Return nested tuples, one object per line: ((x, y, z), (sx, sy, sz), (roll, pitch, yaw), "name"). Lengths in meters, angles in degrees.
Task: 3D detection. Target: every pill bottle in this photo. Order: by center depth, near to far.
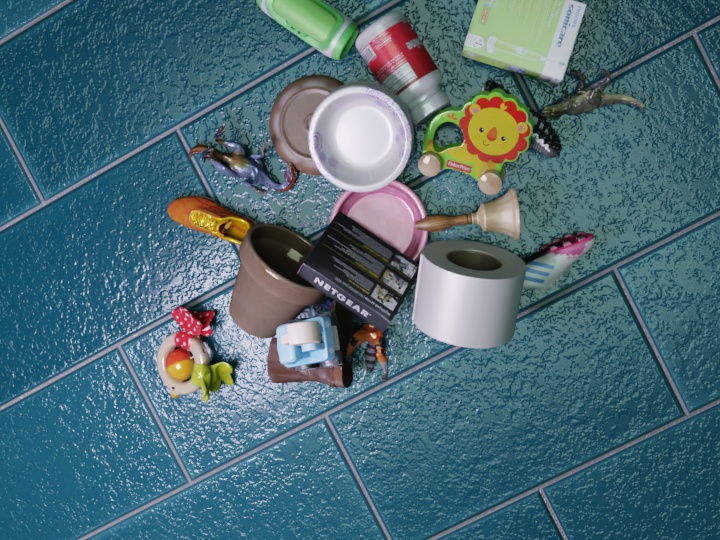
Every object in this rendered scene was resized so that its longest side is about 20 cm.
((0.086, -0.387, 1.639), (0.112, 0.112, 0.201), (-33, 92, 8), "pill bottle")

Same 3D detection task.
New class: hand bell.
((0.205, -0.100, 1.652), (0.197, 0.104, 0.105), (-6, 95, 4), "hand bell")

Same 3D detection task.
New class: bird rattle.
((-0.359, 0.179, 1.746), (0.162, 0.113, 0.202), (-28, 89, 24), "bird rattle")

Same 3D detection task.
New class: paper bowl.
((0.004, -0.259, 1.621), (0.198, 0.105, 0.203), (2, 111, 5), "paper bowl")

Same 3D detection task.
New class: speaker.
((-0.104, -0.499, 1.662), (0.199, 0.088, 0.089), (35, 98, 2), "speaker")

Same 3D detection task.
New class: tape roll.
((0.205, 0.041, 1.607), (0.200, 0.203, 0.141), (8, 112, 5), "tape roll")

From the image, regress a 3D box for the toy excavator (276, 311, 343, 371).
((-0.106, 0.129, 1.534), (0.193, 0.199, 0.101), (-15, 80, 37), "toy excavator")

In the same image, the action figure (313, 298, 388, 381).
((-0.002, 0.109, 1.721), (0.198, 0.104, 0.196), (12, 90, 32), "action figure")

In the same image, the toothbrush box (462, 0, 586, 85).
((0.310, -0.458, 1.623), (0.198, 0.086, 0.147), (17, 96, 5), "toothbrush box")

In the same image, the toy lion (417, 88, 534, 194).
((0.223, -0.256, 1.617), (0.198, 0.069, 0.193), (17, 122, 10), "toy lion")

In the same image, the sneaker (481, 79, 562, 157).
((0.299, -0.279, 1.648), (0.199, 0.067, 0.091), (38, 138, -5), "sneaker")

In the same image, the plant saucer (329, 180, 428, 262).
((0.037, -0.085, 1.699), (0.198, 0.051, 0.203), (0, 94, 2), "plant saucer")

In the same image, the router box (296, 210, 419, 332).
((0.000, 0.000, 1.616), (0.199, 0.051, 0.150), (34, 56, 0), "router box")

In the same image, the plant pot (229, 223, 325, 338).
((-0.176, 0.034, 1.680), (0.199, 0.200, 0.175), (36, 116, 1), "plant pot")

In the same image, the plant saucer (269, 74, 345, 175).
((-0.090, -0.293, 1.704), (0.198, 0.037, 0.203), (1, 96, 6), "plant saucer")

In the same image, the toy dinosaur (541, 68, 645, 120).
((0.447, -0.344, 1.640), (0.197, 0.048, 0.089), (-6, 111, 7), "toy dinosaur")

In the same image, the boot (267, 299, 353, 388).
((-0.111, 0.141, 1.700), (0.198, 0.064, 0.189), (2, 94, 34), "boot")

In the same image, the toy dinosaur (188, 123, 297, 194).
((-0.223, -0.218, 1.717), (0.181, 0.199, 0.106), (32, 85, -33), "toy dinosaur")

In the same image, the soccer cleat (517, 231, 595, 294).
((0.375, -0.007, 1.673), (0.198, 0.070, 0.087), (-24, 102, 13), "soccer cleat")

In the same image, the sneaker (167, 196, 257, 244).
((-0.300, -0.105, 1.722), (0.198, 0.077, 0.074), (15, 98, 6), "sneaker")
